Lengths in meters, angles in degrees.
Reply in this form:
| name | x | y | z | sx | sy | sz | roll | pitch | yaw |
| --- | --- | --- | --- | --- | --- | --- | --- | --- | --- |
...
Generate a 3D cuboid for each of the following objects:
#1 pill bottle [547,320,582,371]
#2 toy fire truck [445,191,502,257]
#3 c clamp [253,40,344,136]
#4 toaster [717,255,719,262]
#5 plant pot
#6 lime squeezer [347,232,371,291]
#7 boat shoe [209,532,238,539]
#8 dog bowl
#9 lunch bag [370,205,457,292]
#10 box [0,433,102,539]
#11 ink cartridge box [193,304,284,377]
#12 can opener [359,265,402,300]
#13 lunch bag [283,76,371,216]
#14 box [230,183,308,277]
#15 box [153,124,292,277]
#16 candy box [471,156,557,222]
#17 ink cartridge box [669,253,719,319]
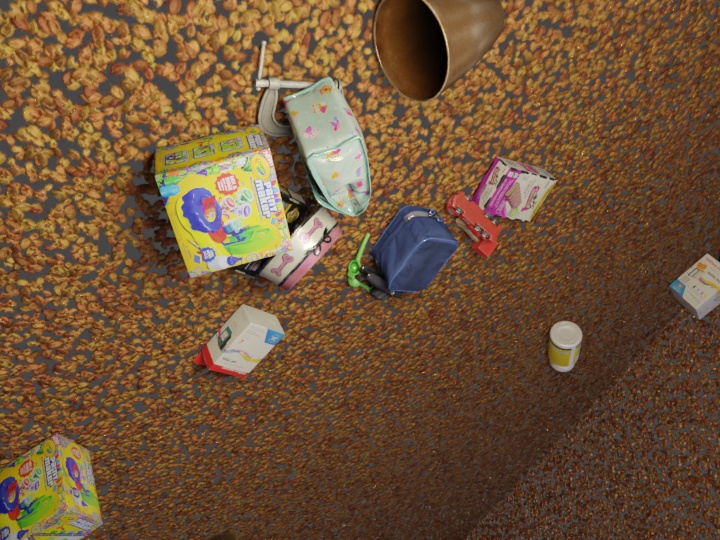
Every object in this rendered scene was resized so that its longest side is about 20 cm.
| name | x | y | z | sx | sy | sz | roll | pitch | yaw |
| --- | --- | --- | --- | --- | --- | --- | --- | --- | --- |
| pill bottle | 0.760 | 0.288 | 2.271 | 0.114 | 0.115 | 0.201 | -27 | 141 | -10 |
| toy fire truck | 0.282 | -0.114 | 1.527 | 0.200 | 0.141 | 0.049 | 39 | 79 | -13 |
| c clamp | -0.107 | -0.313 | 1.101 | 0.198 | 0.027 | 0.172 | -3 | 132 | -35 |
| toaster | 1.565 | -0.031 | 2.483 | 0.118 | 0.200 | 0.182 | -24 | 132 | -17 |
| plant pot | 0.157 | -0.425 | 1.081 | 0.199 | 0.187 | 0.188 | -32 | 144 | -27 |
| lime squeezer | 0.000 | 0.000 | 1.489 | 0.070 | 0.038 | 0.201 | -21 | 138 | -17 |
| boat shoe | -0.503 | 0.961 | 2.083 | 0.198 | 0.072 | 0.065 | -25 | 147 | 0 |
| dog bowl | -0.118 | -0.043 | 1.237 | 0.074 | 0.200 | 0.200 | 42 | 104 | -6 |
| lunch bag | 0.124 | -0.062 | 1.440 | 0.135 | 0.133 | 0.201 | 7 | 131 | -41 |
| box | -0.709 | 0.516 | 1.359 | 0.192 | 0.200 | 0.122 | -32 | 141 | -4 |
| ink cartridge box | -0.289 | 0.183 | 1.442 | 0.200 | 0.067 | 0.116 | -47 | 140 | 15 |
| can opener | 0.053 | 0.034 | 1.517 | 0.079 | 0.063 | 0.200 | -50 | 154 | 1 |
| lunch bag | -0.049 | -0.212 | 1.105 | 0.121 | 0.171 | 0.200 | -23 | 149 | 1 |
| box | -0.223 | -0.091 | 1.226 | 0.159 | 0.049 | 0.200 | 21 | 115 | -48 |
| box | -0.238 | -0.124 | 1.072 | 0.191 | 0.122 | 0.202 | -16 | 125 | -9 |
| candy box | 0.389 | -0.202 | 1.546 | 0.198 | 0.061 | 0.137 | 3 | 128 | -38 |
| ink cartridge box | 1.399 | 0.066 | 2.480 | 0.200 | 0.148 | 0.144 | -43 | 140 | 10 |
